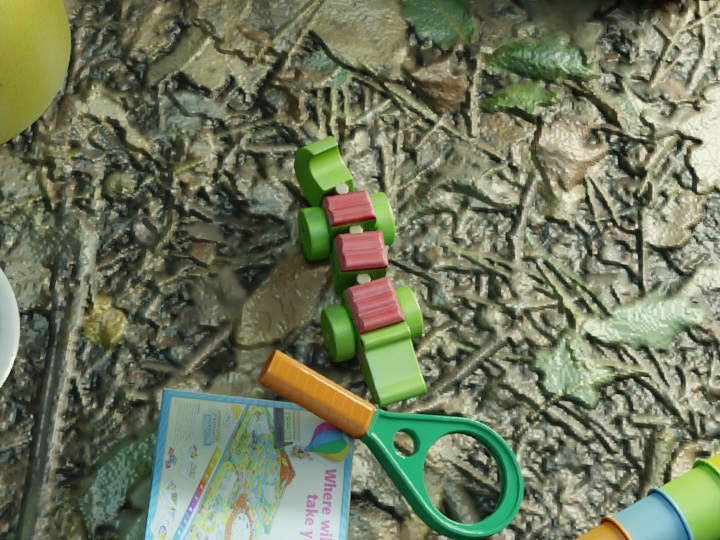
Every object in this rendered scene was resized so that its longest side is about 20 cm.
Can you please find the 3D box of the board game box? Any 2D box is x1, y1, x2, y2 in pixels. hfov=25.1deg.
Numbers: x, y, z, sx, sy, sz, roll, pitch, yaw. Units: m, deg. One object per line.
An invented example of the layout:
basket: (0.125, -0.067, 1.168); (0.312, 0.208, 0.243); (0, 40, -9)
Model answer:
board game box: (-0.076, 0.183, 1.059); (0.133, 0.034, 0.202); (7, 64, -4)

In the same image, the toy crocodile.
toy crocodile: (0.000, 0.000, 1.140); (0.067, 0.062, 0.202); (-11, 67, -12)

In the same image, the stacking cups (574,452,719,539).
stacking cups: (0.193, 0.180, 1.088); (0.199, 0.061, 0.061); (-27, 70, -12)

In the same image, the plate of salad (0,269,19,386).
plate of salad: (-0.327, 0.030, 1.075); (0.198, 0.048, 0.201); (7, 50, -9)

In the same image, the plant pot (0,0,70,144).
plant pot: (-0.310, -0.200, 1.152); (0.198, 0.142, 0.202); (3, 65, -6)

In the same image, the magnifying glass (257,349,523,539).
magnifying glass: (0.022, 0.113, 1.083); (0.199, 0.022, 0.080); (32, 63, -12)
